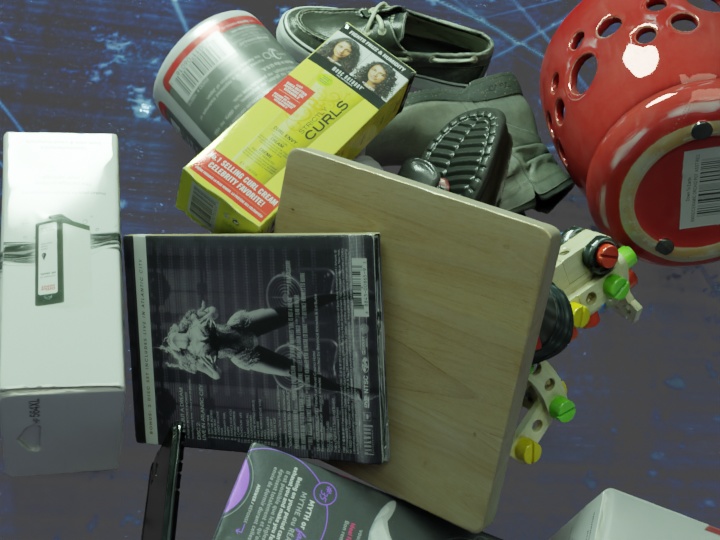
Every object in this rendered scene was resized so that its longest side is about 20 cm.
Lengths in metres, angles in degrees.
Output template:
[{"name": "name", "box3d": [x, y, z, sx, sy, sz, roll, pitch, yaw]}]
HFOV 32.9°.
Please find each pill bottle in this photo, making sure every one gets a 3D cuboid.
[{"name": "pill bottle", "box3d": [-0.068, -0.105, 0.996, 0.113, 0.114, 0.200, -34, 72, -28]}]

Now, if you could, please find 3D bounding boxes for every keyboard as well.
[{"name": "keyboard", "box3d": [-0.127, 0.210, 0.805, 0.039, 0.104, 0.202, 13, 55, -16]}]

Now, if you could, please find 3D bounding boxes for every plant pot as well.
[{"name": "plant pot", "box3d": [0.256, -0.119, 1.006, 0.197, 0.202, 0.184, 8, 41, -9]}]

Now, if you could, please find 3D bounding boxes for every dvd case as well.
[{"name": "dvd case", "box3d": [-0.074, 0.050, 0.828, 0.197, 0.016, 0.151, 0, 97, 26]}]

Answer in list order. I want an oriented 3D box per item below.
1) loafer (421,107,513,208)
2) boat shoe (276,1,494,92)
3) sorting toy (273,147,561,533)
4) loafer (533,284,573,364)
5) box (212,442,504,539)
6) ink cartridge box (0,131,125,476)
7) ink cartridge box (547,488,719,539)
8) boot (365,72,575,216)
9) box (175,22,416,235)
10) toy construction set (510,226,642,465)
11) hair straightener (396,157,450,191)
[{"name": "loafer", "box3d": [0.081, -0.035, 1.001, 0.072, 0.071, 0.202, 10, 77, 42]}, {"name": "boat shoe", "box3d": [0.024, -0.214, 1.111, 0.197, 0.064, 0.071, 10, 58, -7]}, {"name": "sorting toy", "box3d": [0.032, 0.038, 0.819, 0.198, 0.201, 0.069, 20, 17, 30]}, {"name": "loafer", "box3d": [0.054, 0.053, 0.892, 0.072, 0.199, 0.074, 22, 47, -50]}, {"name": "box", "box3d": [-0.008, 0.219, 0.820, 0.198, 0.106, 0.123, 22, 59, 0]}, {"name": "ink cartridge box", "box3d": [-0.211, 0.026, 0.864, 0.083, 0.146, 0.202, -1, 61, -14]}, {"name": "ink cartridge box", "box3d": [0.185, 0.234, 0.803, 0.145, 0.201, 0.084, 20, 60, 0]}, {"name": "boot", "box3d": [0.086, -0.090, 1.055, 0.198, 0.068, 0.132, -19, 71, -21]}, {"name": "box", "box3d": [-0.045, -0.098, 0.897, 0.075, 0.050, 0.200, 37, 57, 10]}, {"name": "toy construction set", "box3d": [0.162, 0.044, 0.960, 0.092, 0.132, 0.200, 9, 41, 48]}, {"name": "hair straightener", "box3d": [0.000, 0.000, 0.940, 0.041, 0.077, 0.201, 33, 88, 20]}]
